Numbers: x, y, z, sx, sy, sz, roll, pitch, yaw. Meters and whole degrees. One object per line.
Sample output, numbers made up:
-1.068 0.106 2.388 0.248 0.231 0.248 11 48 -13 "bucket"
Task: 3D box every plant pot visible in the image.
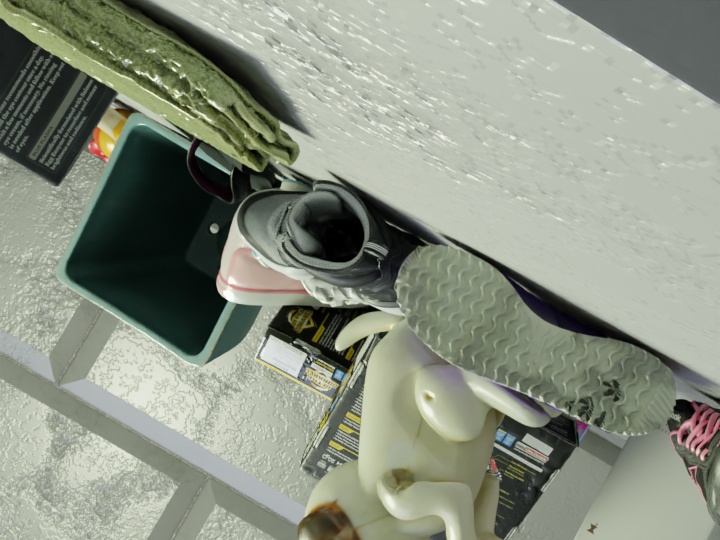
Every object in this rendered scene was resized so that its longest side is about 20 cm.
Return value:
-0.170 -0.031 1.084 0.196 0.197 0.200 30 -173 13 "plant pot"

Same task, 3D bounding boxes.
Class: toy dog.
0.033 0.147 0.743 0.193 0.201 0.140 31 -175 8 "toy dog"

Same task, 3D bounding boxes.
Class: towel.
-0.131 -0.121 0.547 0.199 0.037 0.148 30 178 10 "towel"

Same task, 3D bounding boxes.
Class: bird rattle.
-0.286 -0.164 1.231 0.200 0.113 0.163 45 174 35 "bird rattle"

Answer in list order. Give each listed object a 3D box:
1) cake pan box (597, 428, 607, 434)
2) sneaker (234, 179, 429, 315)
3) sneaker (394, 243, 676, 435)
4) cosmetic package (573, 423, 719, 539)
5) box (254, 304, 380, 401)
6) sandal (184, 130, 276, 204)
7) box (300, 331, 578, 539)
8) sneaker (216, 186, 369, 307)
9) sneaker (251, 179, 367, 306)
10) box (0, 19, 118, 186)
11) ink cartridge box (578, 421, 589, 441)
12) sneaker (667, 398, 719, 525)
0.142 0.071 0.915 0.184 0.052 0.200 32 178 35 "cake pan box"
-0.037 -0.034 0.747 0.199 0.076 0.114 22 172 33 "sneaker"
0.114 0.053 0.674 0.199 0.070 0.099 31 180 15 "sneaker"
0.271 0.236 0.902 0.107 0.201 0.085 26 177 31 "cosmetic package"
0.004 0.057 0.998 0.159 0.050 0.200 26 -146 3 "box"
-0.122 -0.092 0.841 0.075 0.048 0.200 30 177 7 "sandal"
0.067 0.156 0.877 0.199 0.160 0.049 28 -157 -2 "box"
-0.036 -0.025 0.943 0.199 0.105 0.075 -1 -153 -23 "sneaker"
0.000 0.000 0.843 0.199 0.081 0.077 29 175 18 "sneaker"
-0.357 -0.192 0.872 0.196 0.118 0.200 28 175 44 "box"
0.199 0.138 1.272 0.200 0.077 0.136 35 176 -35 "ink cartridge box"
0.238 0.121 0.646 0.095 0.079 0.200 42 -179 26 "sneaker"
